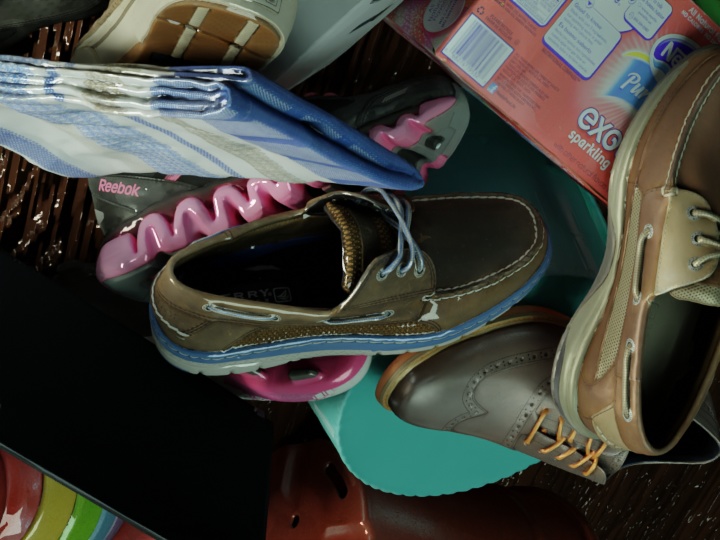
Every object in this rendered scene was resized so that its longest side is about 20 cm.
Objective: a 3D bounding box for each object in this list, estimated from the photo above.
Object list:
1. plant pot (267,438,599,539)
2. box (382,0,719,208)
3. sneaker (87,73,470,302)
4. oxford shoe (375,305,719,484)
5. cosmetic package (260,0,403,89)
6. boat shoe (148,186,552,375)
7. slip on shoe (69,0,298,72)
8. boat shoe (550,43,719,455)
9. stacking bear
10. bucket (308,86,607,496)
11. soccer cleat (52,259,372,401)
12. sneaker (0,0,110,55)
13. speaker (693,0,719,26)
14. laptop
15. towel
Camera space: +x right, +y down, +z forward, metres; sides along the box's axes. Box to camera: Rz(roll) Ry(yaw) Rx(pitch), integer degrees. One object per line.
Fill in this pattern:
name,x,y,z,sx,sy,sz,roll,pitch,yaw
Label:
plant pot,0.021,0.208,1.194,0.195,0.201,0.201,26,120,-36
box,0.109,-0.106,0.905,0.200,0.095,0.103,34,97,-36
sneaker,-0.047,-0.062,0.909,0.200,0.095,0.079,-22,156,6
oxford shoe,0.103,0.067,0.942,0.200,0.073,0.071,1,134,-29
cosmetic package,-0.010,-0.127,0.803,0.083,0.051,0.200,-34,-179,-33
boat shoe,0.000,0.000,0.875,0.200,0.072,0.072,-16,156,-12
slip on shoe,-0.074,-0.107,0.778,0.076,0.061,0.200,14,165,-14
boat shoe,0.156,-0.005,0.873,0.076,0.072,0.200,7,105,-30
stacking bear,-0.190,0.114,0.971,0.121,0.114,0.200,-21,167,16
bucket,0.047,0.018,1.024,0.207,0.135,0.207,-15,140,-13
soccer cleat,-0.073,0.034,0.974,0.200,0.070,0.086,8,160,27
sneaker,-0.114,-0.161,0.795,0.200,0.066,0.090,-37,146,16
speaker,0.184,-0.177,0.917,0.088,0.088,0.200,-33,141,9
laptop,-0.142,0.072,0.890,0.177,0.103,0.200,35,155,-21
towel,-0.091,-0.060,0.800,0.200,0.024,0.147,6,170,33
